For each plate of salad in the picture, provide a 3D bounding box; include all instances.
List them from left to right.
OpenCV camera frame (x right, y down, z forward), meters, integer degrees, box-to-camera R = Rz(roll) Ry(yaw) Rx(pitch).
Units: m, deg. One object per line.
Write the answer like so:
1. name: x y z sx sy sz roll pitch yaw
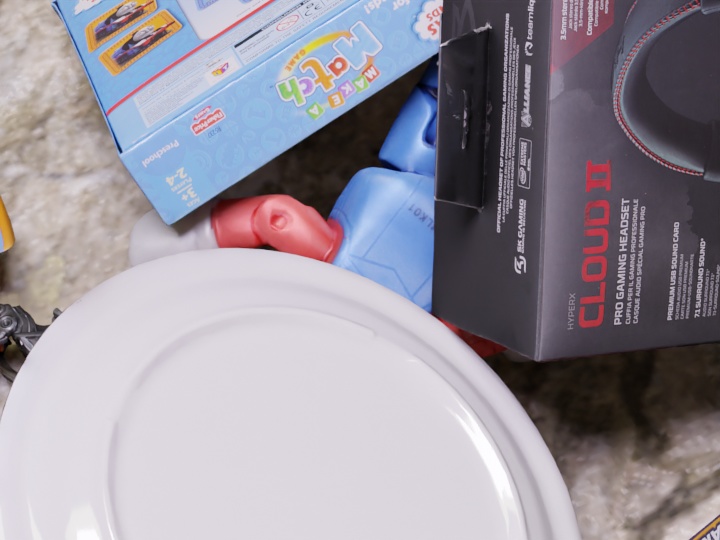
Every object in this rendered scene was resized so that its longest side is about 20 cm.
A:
1. plate of salad: -0.022 0.084 0.841 0.200 0.048 0.200 14 54 -21

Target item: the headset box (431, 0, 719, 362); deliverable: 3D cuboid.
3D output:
1. headset box: 0.110 -0.054 0.896 0.200 0.149 0.075 -4 14 -27

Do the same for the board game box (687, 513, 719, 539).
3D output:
1. board game box: 0.168 0.128 0.795 0.200 0.057 0.166 -44 47 26

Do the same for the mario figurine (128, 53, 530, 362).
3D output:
1. mario figurine: 0.000 0.000 0.959 0.123 0.106 0.200 35 81 29

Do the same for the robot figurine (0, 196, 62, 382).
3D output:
1. robot figurine: -0.179 0.024 0.988 0.145 0.058 0.200 -21 54 -4

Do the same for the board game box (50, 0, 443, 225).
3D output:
1. board game box: -0.032 -0.102 0.993 0.151 0.037 0.200 -33 25 1
